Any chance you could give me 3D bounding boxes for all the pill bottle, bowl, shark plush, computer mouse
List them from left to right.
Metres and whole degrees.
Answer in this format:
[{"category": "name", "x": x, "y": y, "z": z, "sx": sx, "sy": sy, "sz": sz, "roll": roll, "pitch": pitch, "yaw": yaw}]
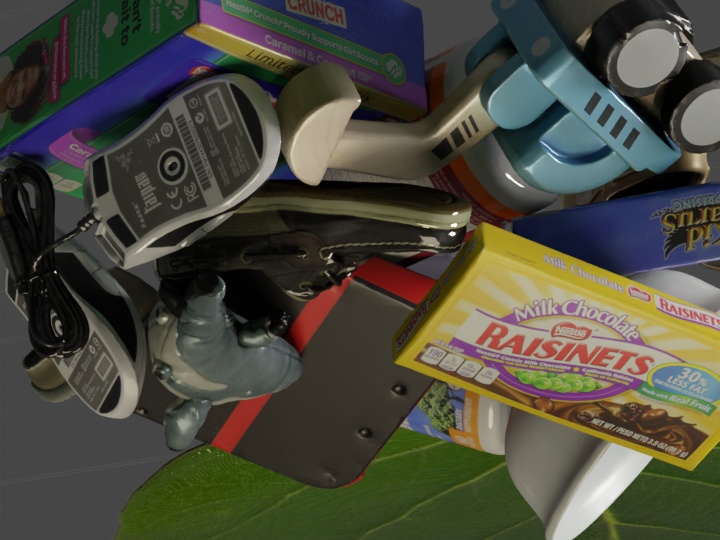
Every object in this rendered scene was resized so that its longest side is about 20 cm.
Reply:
[{"category": "computer mouse", "x": -0.187, "y": 0.002, "z": 1.348, "sx": 0.044, "sy": 0.200, "sz": 0.110, "roll": -28, "pitch": 164, "yaw": -37}, {"category": "computer mouse", "x": -0.115, "y": -0.038, "z": 1.199, "sx": 0.200, "sy": 0.110, "sz": 0.044, "roll": -27, "pitch": 166, "yaw": 27}, {"category": "shark plush", "x": -0.078, "y": 0.027, "z": 1.249, "sx": 0.083, "sy": 0.091, "sz": 0.200, "roll": -4, "pitch": 150, "yaw": 0}, {"category": "pill bottle", "x": 0.019, "y": -0.057, "z": 1.333, "sx": 0.200, "sy": 0.110, "sz": 0.109, "roll": -23, "pitch": 150, "yaw": 36}, {"category": "pill bottle", "x": 0.024, "y": 0.049, "z": 1.511, "sx": 0.199, "sy": 0.112, "sz": 0.112, "roll": 14, "pitch": 164, "yaw": 23}, {"category": "bowl", "x": 0.152, "y": 0.069, "z": 1.388, "sx": 0.201, "sy": 0.090, "sz": 0.201, "roll": -46, "pitch": 164, "yaw": -17}]

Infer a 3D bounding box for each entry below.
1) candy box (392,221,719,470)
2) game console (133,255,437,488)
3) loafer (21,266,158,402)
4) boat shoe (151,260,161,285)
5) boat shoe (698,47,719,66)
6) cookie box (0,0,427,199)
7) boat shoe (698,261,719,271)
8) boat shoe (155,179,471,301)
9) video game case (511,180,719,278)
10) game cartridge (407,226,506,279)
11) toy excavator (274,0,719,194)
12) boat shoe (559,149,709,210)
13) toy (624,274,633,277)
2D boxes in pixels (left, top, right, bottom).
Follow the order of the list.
[{"category": "candy box", "x": 0.128, "y": 0.045, "z": 1.225, "sx": 0.199, "sy": 0.026, "sz": 0.102, "roll": 20, "pitch": 128, "yaw": -19}, {"category": "game console", "x": -0.044, "y": 0.051, "z": 1.362, "sx": 0.176, "sy": 0.031, "sz": 0.200, "roll": 24, "pitch": 133, "yaw": -11}, {"category": "loafer", "x": -0.195, "y": 0.039, "z": 1.580, "sx": 0.075, "sy": 0.070, "sz": 0.200, "roll": -43, "pitch": -171, "yaw": -34}, {"category": "boat shoe", "x": -0.090, "y": 0.041, "z": 1.584, "sx": 0.071, "sy": 0.070, "sz": 0.200, "roll": -10, "pitch": 155, "yaw": 19}, {"category": "boat shoe", "x": 0.233, "y": -0.099, "z": 1.280, "sx": 0.199, "sy": 0.074, "sz": 0.074, "roll": -20, "pitch": 179, "yaw": 32}, {"category": "cookie box", "x": -0.090, "y": -0.104, "z": 1.249, "sx": 0.171, "sy": 0.076, "sz": 0.200, "roll": 18, "pitch": 147, "yaw": -39}, {"category": "boat shoe", "x": 0.330, "y": -0.002, "z": 1.562, "sx": 0.199, "sy": 0.074, "sz": 0.075, "roll": 4, "pitch": 155, "yaw": -20}, {"category": "boat shoe", "x": -0.030, "y": -0.016, "z": 1.217, "sx": 0.200, "sy": 0.066, "sz": 0.072, "roll": 4, "pitch": -172, "yaw": 29}, {"category": "video game case", "x": 0.196, "y": -0.027, "z": 1.281, "sx": 0.199, "sy": 0.046, "sz": 0.181, "roll": -10, "pitch": 180, "yaw": 10}, {"category": "game cartridge", "x": 0.000, "y": 0.000, "z": 1.437, "sx": 0.199, "sy": 0.130, "sz": 0.038, "roll": -1, "pitch": 138, "yaw": -7}, {"category": "toy excavator", "x": 0.079, "y": -0.089, "z": 1.189, "sx": 0.200, "sy": 0.100, "sz": 0.194, "roll": -43, "pitch": 130, "yaw": 14}, {"category": "boat shoe", "x": 0.177, "y": -0.049, "z": 1.435, "sx": 0.074, "sy": 0.067, "sz": 0.200, "roll": 0, "pitch": 155, "yaw": -8}, {"category": "toy", "x": 0.128, "y": 0.049, "z": 1.672, "sx": 0.115, "sy": 0.047, "sz": 0.200, "roll": 18, "pitch": 147, "yaw": -38}]
